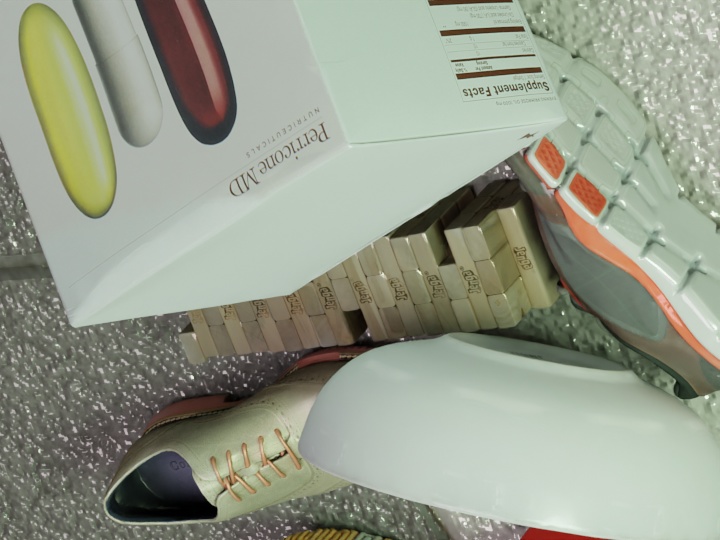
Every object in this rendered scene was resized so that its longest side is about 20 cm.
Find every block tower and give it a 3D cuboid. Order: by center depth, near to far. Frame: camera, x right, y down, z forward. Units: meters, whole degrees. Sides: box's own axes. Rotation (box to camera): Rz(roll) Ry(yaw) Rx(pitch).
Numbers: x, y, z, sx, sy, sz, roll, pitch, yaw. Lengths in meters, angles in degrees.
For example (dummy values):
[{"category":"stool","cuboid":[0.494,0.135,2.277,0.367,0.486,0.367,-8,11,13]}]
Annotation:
[{"category":"block tower","cuboid":[0.000,0.000,1.435,0.199,0.054,0.058,-9,111,34]}]

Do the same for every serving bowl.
[{"category":"serving bowl","cuboid":[0.074,0.068,1.359,0.199,0.200,0.066,12,94,24]}]

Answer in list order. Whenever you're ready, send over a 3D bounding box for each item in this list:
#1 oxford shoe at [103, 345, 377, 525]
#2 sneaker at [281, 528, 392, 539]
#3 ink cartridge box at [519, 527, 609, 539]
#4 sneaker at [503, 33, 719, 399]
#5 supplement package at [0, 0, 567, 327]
[{"category":"oxford shoe","cuboid":[-0.043,0.093,1.501,0.199,0.074,0.071,-22,105,38]},{"category":"sneaker","cuboid":[0.035,0.203,1.518,0.199,0.076,0.088,25,127,17]},{"category":"ink cartridge box","cuboid":[0.151,0.185,1.412,0.199,0.116,0.068,6,121,29]},{"category":"sneaker","cuboid":[0.104,-0.015,1.353,0.200,0.077,0.082,49,136,-2]},{"category":"supplement package","cuboid":[-0.054,-0.109,1.303,0.191,0.147,0.201,-32,75,39]}]
